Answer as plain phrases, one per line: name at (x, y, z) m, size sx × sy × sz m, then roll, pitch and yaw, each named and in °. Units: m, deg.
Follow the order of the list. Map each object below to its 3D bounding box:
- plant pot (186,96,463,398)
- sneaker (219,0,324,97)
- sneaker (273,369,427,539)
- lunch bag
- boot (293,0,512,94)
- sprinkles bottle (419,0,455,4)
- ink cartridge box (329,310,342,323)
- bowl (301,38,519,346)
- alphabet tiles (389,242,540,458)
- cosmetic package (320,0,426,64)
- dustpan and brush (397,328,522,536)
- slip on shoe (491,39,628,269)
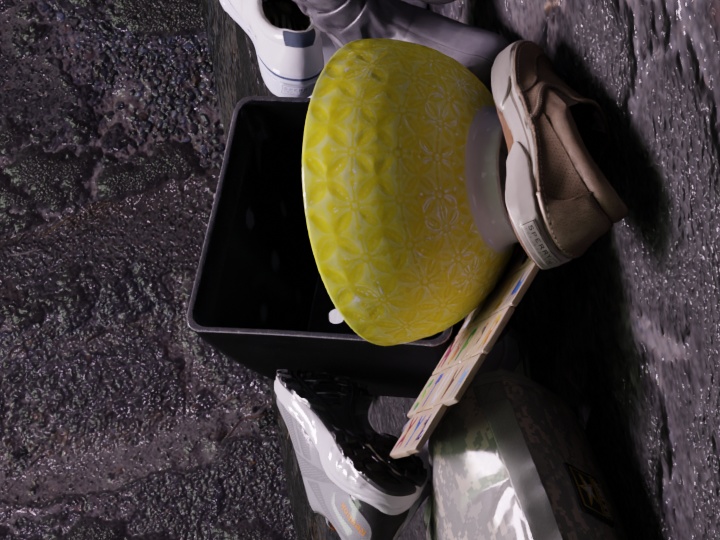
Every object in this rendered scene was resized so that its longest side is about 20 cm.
plant pot at (0.000, 0.000, 1.279) m, size 0.178 × 0.197 × 0.202 m, roll 67°, pitch -150°, yaw -59°
sneaker at (-0.071, -0.231, 1.389) m, size 0.071 × 0.072 × 0.201 m, roll 103°, pitch 150°, yaw -42°
sneaker at (-0.020, 0.130, 1.165) m, size 0.200 × 0.073 × 0.080 m, roll -127°, pitch 49°, yaw -58°
lunch bag at (0.110, 0.178, 1.070) m, size 0.201 × 0.116 × 0.165 m, roll 88°, pitch 167°, yaw -56°
boot at (0.014, -0.176, 1.178) m, size 0.131 × 0.070 × 0.199 m, roll 39°, pitch 167°, yaw -34°
sprinkles bottle at (0.039, -0.280, 1.254) m, size 0.201 × 0.067 × 0.069 m, roll -109°, pitch 14°, yaw -49°
ink cartridge box at (-0.008, 0.042, 1.946) m, size 0.162 × 0.049 × 0.203 m, roll 107°, pitch 162°, yaw -70°
bowl at (0.056, -0.055, 1.065) m, size 0.199 × 0.107 × 0.203 m, roll 15°, pitch -108°, yaw -60°
alphabet tiles at (0.079, 0.033, 1.067) m, size 0.201 × 0.006 × 0.166 m, roll -58°, pitch 2°, yaw -11°
cosmetic package at (0.004, -0.183, 1.459) m, size 0.072 × 0.100 × 0.202 m, roll -111°, pitch 16°, yaw -54°
dustpan and brush at (0.055, 0.131, 1.180) m, size 0.057 × 0.200 × 0.140 m, roll 49°, pitch -176°, yaw 9°
slip on shoe at (0.120, -0.080, 0.983) m, size 0.076 × 0.060 × 0.201 m, roll 53°, pitch -157°, yaw -26°
